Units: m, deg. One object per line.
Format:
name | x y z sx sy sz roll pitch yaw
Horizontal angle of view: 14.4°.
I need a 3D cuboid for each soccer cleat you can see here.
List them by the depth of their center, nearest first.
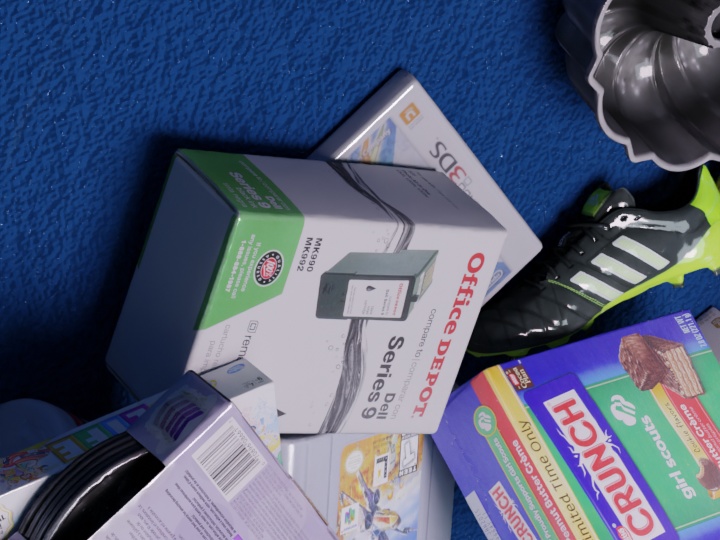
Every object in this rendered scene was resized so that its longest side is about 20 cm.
soccer cleat | 0.147 -0.007 1.840 0.200 0.068 0.081 -25 109 -16

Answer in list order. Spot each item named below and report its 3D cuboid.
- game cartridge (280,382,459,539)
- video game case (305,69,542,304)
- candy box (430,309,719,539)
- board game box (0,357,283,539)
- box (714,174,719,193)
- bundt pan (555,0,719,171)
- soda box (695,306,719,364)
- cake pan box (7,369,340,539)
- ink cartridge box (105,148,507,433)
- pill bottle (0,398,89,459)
game cartridge | -0.002 0.148 1.765 0.200 0.041 0.133 -15 108 -55
video game case | 0.000 0.000 1.761 0.200 0.022 0.182 -43 134 -3
candy box | 0.163 0.127 1.797 0.200 0.169 0.077 -15 160 -42
board game box | -0.134 0.146 1.593 0.200 0.034 0.135 -22 124 -26
box | 0.317 0.004 1.871 0.075 0.200 0.050 -29 166 -15
bundt pan | 0.204 -0.167 1.755 0.202 0.076 0.202 -18 128 -24
soda box | 0.191 0.117 1.945 0.200 0.064 0.068 -37 133 -10
cake pan box | -0.106 0.178 1.574 0.184 0.052 0.200 -45 132 -11
ink cartridge box | -0.029 0.015 1.677 0.200 0.084 0.146 2 117 -37
pill bottle | -0.146 0.162 1.698 0.200 0.120 0.120 29 100 -42
